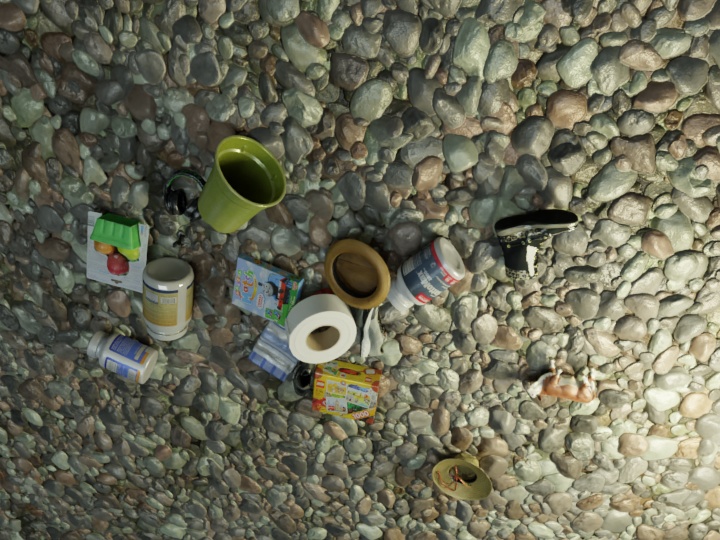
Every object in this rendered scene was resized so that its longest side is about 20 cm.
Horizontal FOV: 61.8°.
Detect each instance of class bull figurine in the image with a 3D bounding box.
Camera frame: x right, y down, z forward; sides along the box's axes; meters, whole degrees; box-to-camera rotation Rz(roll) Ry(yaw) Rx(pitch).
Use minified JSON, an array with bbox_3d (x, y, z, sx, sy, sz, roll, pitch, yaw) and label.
[{"bbox_3d":[0.559,0.313,1.674,0.192,0.066,0.125,8,124,6],"label":"bull figurine"}]

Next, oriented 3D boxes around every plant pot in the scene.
[{"bbox_3d":[-0.315,-0.197,1.513,0.199,0.203,0.183,41,130,-13],"label":"plant pot"}]

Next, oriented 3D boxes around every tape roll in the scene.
[{"bbox_3d":[-0.112,0.165,1.680,0.195,0.072,0.207,-11,133,-11],"label":"tape roll"}]

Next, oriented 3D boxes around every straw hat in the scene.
[{"bbox_3d":[0.325,0.624,1.888,0.195,0.086,0.206,14,128,17],"label":"straw hat"}]

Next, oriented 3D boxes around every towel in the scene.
[{"bbox_3d":[-0.247,0.240,1.826,0.145,0.024,0.202,33,120,-6],"label":"towel"}]

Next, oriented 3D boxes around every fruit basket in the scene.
[{"bbox_3d":[-0.687,-0.053,1.704,0.179,0.094,0.206,13,116,4],"label":"fruit basket"}]

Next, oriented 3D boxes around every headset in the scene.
[{"bbox_3d":[-0.471,-0.164,1.604,0.120,0.095,0.205,18,121,1],"label":"headset"}]

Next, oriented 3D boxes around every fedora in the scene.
[{"bbox_3d":[0.000,0.000,1.594,0.194,0.082,0.208,11,115,24],"label":"fedora"}]

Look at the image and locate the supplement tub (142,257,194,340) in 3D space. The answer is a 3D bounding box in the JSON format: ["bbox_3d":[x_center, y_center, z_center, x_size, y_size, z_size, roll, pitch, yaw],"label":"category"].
[{"bbox_3d":[-0.554,0.083,1.730,0.139,0.146,0.205,15,121,3],"label":"supplement tub"}]

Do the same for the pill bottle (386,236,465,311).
[{"bbox_3d":[0.163,0.017,1.561,0.198,0.121,0.120,-37,107,27],"label":"pill bottle"}]

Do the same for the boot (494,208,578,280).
[{"bbox_3d":[0.440,-0.062,1.488,0.197,0.074,0.158,-6,121,20],"label":"boot"}]

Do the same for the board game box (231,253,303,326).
[{"bbox_3d":[-0.264,0.059,1.696,0.194,0.037,0.156,22,118,13],"label":"board game box"}]

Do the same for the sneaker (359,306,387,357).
[{"bbox_3d":[0.041,0.160,1.701,0.076,0.075,0.205,3,126,-1],"label":"sneaker"}]

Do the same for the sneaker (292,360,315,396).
[{"bbox_3d":[-0.174,0.328,1.810,0.064,0.092,0.204,17,132,-2],"label":"sneaker"}]

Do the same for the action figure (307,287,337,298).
[{"bbox_3d":[-0.136,0.102,1.714,0.196,0.052,0.067,-26,107,21],"label":"action figure"}]

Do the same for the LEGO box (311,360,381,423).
[{"bbox_3d":[-0.042,0.363,1.821,0.193,0.078,0.153,11,121,5],"label":"LEGO box"}]

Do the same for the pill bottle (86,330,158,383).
[{"bbox_3d":[-0.751,0.267,1.894,0.195,0.113,0.114,24,122,-2],"label":"pill bottle"}]
